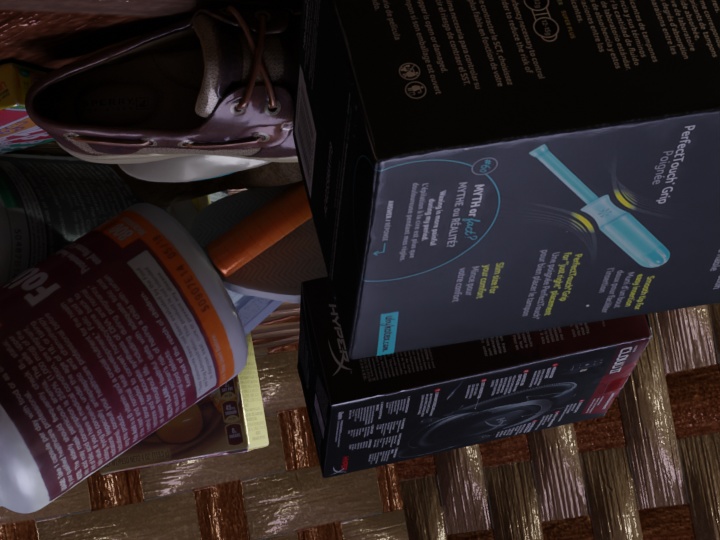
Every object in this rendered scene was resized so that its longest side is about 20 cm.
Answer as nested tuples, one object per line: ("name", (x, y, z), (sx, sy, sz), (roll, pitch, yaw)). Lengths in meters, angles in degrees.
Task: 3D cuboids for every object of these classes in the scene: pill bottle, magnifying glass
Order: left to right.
("pill bottle", (-0.193, -0.014, 1.105), (0.112, 0.115, 0.199), (-13, 174, 34))
("pill bottle", (-0.171, 0.059, 0.982), (0.199, 0.115, 0.114), (-34, -176, -22))
("magnifying glass", (0.001, -0.063, 0.980), (0.199, 0.022, 0.080), (-37, -158, 0))

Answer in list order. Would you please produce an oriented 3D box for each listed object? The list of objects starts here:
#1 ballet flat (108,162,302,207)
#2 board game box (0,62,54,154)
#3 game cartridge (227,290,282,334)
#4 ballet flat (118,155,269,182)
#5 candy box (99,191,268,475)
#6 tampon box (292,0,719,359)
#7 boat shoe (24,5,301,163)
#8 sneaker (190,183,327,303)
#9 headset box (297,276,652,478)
("ballet flat", (-0.072, -0.081, 0.981), (0.199, 0.069, 0.072), (-9, 157, 41))
("board game box", (-0.241, -0.069, 0.929), (0.198, 0.030, 0.095), (-9, 175, 19))
("game cartridge", (-0.065, -0.005, 1.139), (0.200, 0.042, 0.133), (-41, 164, 11))
("ballet flat", (-0.034, -0.094, 0.898), (0.198, 0.070, 0.069), (-12, 175, 1))
("candy box", (-0.141, 0.037, 1.276), (0.114, 0.202, 0.055), (-11, 176, 12))
("tampon box", (0.082, -0.066, 0.751), (0.198, 0.127, 0.150), (-8, 148, -11))
("boat shoe", (-0.059, -0.088, 0.831), (0.197, 0.073, 0.072), (-4, 177, 9))
("sneaker", (0.000, 0.000, 1.050), (0.197, 0.075, 0.116), (-2, 157, -5))
("headset box", (0.068, 0.045, 1.010), (0.198, 0.078, 0.149), (-13, 160, -7))
